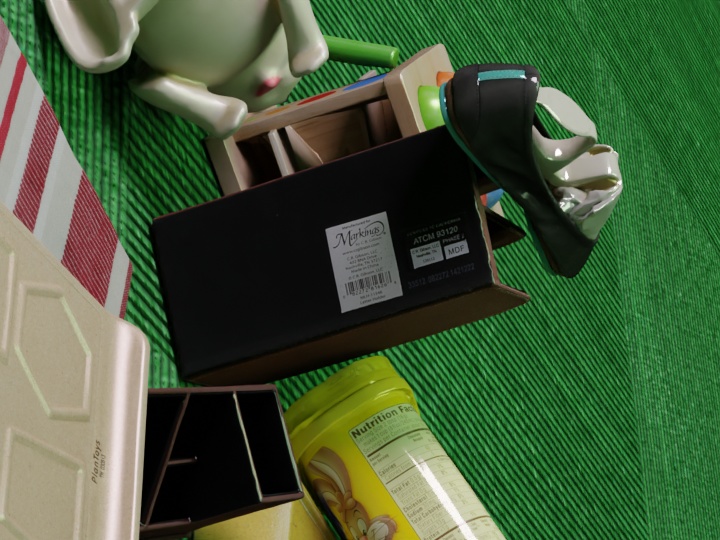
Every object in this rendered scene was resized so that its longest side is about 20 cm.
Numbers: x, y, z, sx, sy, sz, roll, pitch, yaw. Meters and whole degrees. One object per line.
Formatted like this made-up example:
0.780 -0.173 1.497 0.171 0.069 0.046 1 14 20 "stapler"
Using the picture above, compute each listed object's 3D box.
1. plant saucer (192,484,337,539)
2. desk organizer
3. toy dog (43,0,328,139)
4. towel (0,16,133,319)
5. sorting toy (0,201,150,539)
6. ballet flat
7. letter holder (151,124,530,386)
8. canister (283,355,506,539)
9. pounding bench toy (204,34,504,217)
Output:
-0.034 0.218 1.702 0.200 0.048 0.200 -84 152 -49 "plant saucer"
-0.104 0.102 1.547 0.200 0.077 0.072 4 70 -71 "desk organizer"
-0.105 -0.160 1.741 0.194 0.140 0.200 41 0 33 "toy dog"
-0.176 -0.039 1.556 0.144 0.023 0.201 -84 153 -55 "towel"
-0.169 0.053 1.336 0.200 0.036 0.186 45 34 -42 "sorting toy"
0.111 -0.056 1.695 0.200 0.068 0.068 49 29 -54 "ballet flat"
0.000 0.000 1.753 0.142 0.199 0.101 24 51 -67 "letter holder"
0.040 0.167 1.761 0.200 0.086 0.149 55 -7 22 "canister"
-0.007 -0.096 1.894 0.124 0.155 0.201 -43 115 -70 "pounding bench toy"
